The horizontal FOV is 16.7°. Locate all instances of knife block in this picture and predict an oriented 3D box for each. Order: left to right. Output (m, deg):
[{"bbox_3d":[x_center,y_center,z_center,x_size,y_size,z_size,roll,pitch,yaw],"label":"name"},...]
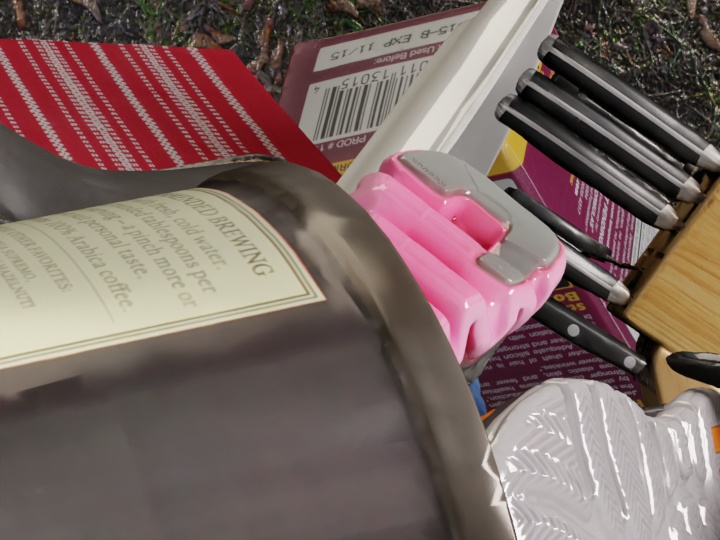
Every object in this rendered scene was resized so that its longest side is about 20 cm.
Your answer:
[{"bbox_3d":[0.140,-0.005,0.856,0.199,0.177,0.064,-10,3,1],"label":"knife block"}]

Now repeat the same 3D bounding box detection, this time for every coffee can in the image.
[{"bbox_3d":[-0.091,0.071,0.401,0.199,0.147,0.146,-12,3,-23],"label":"coffee can"}]

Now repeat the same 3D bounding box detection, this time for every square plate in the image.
[{"bbox_3d":[0.000,0.000,0.877,0.200,0.028,0.198,-54,-7,-30],"label":"square plate"}]

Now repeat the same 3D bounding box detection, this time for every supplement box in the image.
[{"bbox_3d":[0.058,-0.019,1.159,0.130,0.200,0.104,-10,45,26],"label":"supplement box"}]

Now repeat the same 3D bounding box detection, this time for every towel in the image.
[{"bbox_3d":[-0.111,-0.052,0.926,0.199,0.023,0.145,1,26,-26],"label":"towel"}]

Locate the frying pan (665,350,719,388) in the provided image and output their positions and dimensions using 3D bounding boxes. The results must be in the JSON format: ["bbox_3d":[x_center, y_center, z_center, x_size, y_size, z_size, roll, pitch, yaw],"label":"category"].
[{"bbox_3d":[0.173,0.052,0.683,0.189,0.031,0.115,3,10,14],"label":"frying pan"}]

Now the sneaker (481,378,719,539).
[{"bbox_3d":[0.039,0.079,0.709,0.111,0.078,0.200,-14,-10,24],"label":"sneaker"}]

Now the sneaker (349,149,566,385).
[{"bbox_3d":[-0.018,0.037,0.693,0.200,0.079,0.096,-25,-27,-51],"label":"sneaker"}]

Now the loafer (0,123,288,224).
[{"bbox_3d":[-0.108,-0.013,0.748,0.199,0.073,0.073,-15,22,-23],"label":"loafer"}]

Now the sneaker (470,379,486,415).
[{"bbox_3d":[0.016,0.044,1.027,0.076,0.112,0.200,-10,2,6],"label":"sneaker"}]
